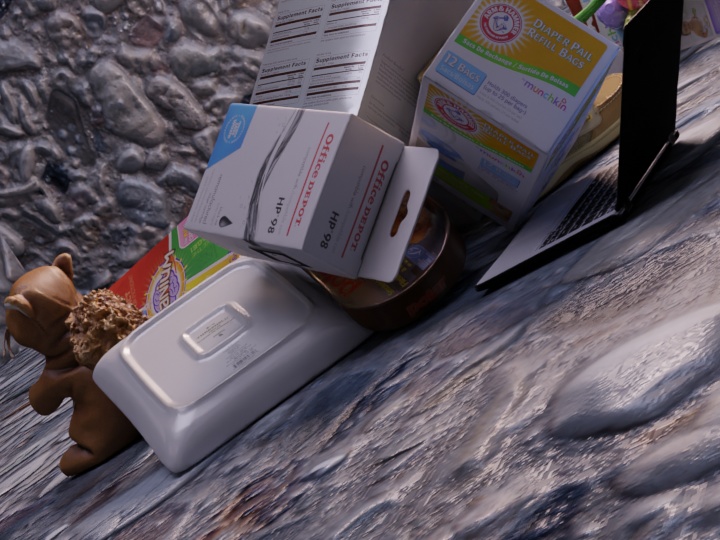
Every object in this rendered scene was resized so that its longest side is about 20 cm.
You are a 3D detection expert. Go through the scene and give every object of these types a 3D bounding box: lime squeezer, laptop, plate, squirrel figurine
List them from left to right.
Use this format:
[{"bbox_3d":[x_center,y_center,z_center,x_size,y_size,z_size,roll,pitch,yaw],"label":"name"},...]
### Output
[{"bbox_3d":[-0.251,0.070,1.526,0.200,0.187,0.141,-25,10,47],"label":"squirrel figurine"},{"bbox_3d":[-0.114,0.059,1.313,0.199,0.032,0.200,-35,33,-13],"label":"plate"},{"bbox_3d":[0.225,-0.233,1.634,0.070,0.038,0.200,-24,-24,1],"label":"lime squeezer"},{"bbox_3d":[0.163,-0.105,1.167,0.199,0.116,0.187,-29,8,31],"label":"laptop"}]

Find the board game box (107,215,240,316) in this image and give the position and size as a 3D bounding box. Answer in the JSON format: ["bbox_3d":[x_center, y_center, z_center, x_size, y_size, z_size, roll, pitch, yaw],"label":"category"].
[{"bbox_3d":[-0.188,0.025,1.704,0.200,0.040,0.153,-40,41,21],"label":"board game box"}]

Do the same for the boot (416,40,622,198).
[{"bbox_3d":[0.149,-0.160,1.403,0.200,0.156,0.073,-39,15,-26],"label":"boot"}]

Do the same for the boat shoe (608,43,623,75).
[{"bbox_3d":[0.192,-0.158,1.630,0.199,0.069,0.057,-33,-23,12],"label":"boat shoe"}]

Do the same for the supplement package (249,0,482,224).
[{"bbox_3d":[0.023,-0.168,1.450,0.146,0.191,0.201,-2,65,41],"label":"supplement package"}]

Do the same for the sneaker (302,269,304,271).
[{"bbox_3d":[0.000,0.000,1.410,0.199,0.077,0.085,-13,13,46],"label":"sneaker"}]

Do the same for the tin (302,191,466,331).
[{"bbox_3d":[0.010,-0.020,1.279,0.112,0.042,0.200,-38,34,-5],"label":"tin"}]

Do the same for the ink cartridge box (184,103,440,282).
[{"bbox_3d":[-0.041,-0.064,1.259,0.199,0.067,0.116,10,77,49],"label":"ink cartridge box"}]

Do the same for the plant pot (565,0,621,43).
[{"bbox_3d":[0.298,-0.335,1.758,0.200,0.196,0.201,-33,7,4],"label":"plant pot"}]

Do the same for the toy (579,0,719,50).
[{"bbox_3d":[0.289,-0.271,1.623,0.047,0.116,0.200,-24,6,-37],"label":"toy"}]

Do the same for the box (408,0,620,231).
[{"bbox_3d":[0.111,-0.124,1.222,0.102,0.112,0.200,-55,-6,-13],"label":"box"}]
